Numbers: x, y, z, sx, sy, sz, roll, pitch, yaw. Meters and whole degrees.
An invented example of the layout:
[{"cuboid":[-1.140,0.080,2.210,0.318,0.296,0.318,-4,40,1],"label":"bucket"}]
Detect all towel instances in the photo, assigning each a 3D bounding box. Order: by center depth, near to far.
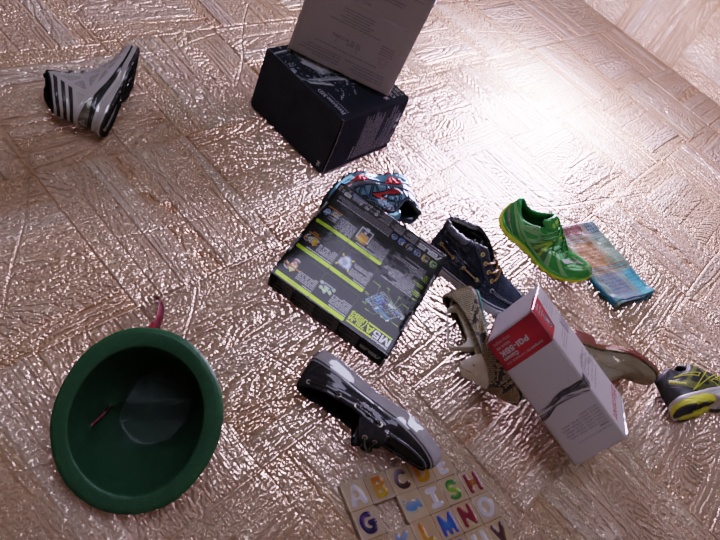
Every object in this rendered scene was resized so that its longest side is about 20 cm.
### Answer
[{"cuboid":[0.473,-0.016,1.296,0.144,0.022,0.202,-10,55,-37],"label":"towel"}]

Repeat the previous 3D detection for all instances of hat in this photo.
[{"cuboid":[-0.223,0.147,0.731,0.163,0.176,0.203,30,78,-3],"label":"hat"}]

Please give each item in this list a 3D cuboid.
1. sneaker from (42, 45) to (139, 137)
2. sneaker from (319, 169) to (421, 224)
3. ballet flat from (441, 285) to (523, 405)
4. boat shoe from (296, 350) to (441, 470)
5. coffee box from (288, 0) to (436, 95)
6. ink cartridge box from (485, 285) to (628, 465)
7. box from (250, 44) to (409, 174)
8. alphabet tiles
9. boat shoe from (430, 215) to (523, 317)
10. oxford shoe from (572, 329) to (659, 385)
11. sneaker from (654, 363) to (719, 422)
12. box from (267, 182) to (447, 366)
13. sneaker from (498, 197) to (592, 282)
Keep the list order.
[{"cuboid":[-0.409,-0.296,1.004,0.113,0.076,0.204,20,45,-15],"label":"sneaker"},{"cuboid":[0.026,-0.106,1.076,0.196,0.080,0.097,-13,59,-38],"label":"sneaker"},{"cuboid":[0.165,0.111,0.965,0.073,0.069,0.203,-10,53,-11],"label":"ballet flat"},{"cuboid":[0.005,0.181,0.799,0.199,0.070,0.066,41,59,6],"label":"boat shoe"},{"cuboid":[0.014,-0.467,1.142,0.195,0.202,0.200,23,39,-9],"label":"coffee box"},{"cuboid":[0.269,0.139,0.912,0.202,0.082,0.146,54,22,2],"label":"ink cartridge box"},{"cuboid":[-0.054,-0.302,1.188,0.200,0.125,0.195,44,45,15],"label":"box"},{"cuboid":[0.088,0.301,0.772,0.196,0.008,0.169,-7,53,-34],"label":"alphabet tiles"},{"cuboid":[0.201,-0.001,1.067,0.198,0.092,0.071,33,41,2],"label":"boat shoe"},{"cuboid":[0.385,0.158,1.054,0.195,0.071,0.076,18,63,-10],"label":"oxford shoe"},{"cuboid":[0.576,0.190,1.116,0.195,0.075,0.086,-2,50,-32],"label":"sneaker"},{"cuboid":[0.000,0.000,0.945,0.198,0.048,0.195,33,61,3],"label":"box"},{"cuboid":[0.341,-0.054,1.208,0.199,0.084,0.074,40,41,9],"label":"sneaker"}]
